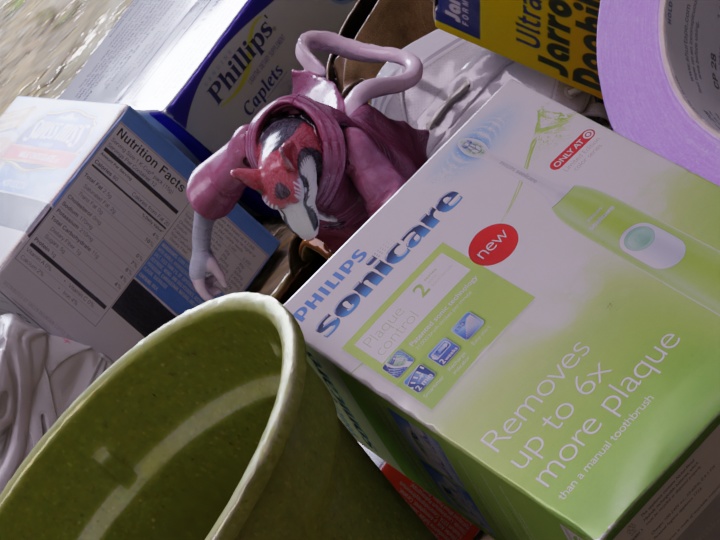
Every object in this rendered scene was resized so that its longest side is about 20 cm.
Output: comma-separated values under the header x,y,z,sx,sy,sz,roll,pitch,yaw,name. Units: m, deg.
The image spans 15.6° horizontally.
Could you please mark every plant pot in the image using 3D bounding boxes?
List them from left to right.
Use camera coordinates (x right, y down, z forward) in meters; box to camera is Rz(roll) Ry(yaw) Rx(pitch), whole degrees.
x,y,z,sx,sy,sz,roll,pitch,yaw,name
-0.035,0.144,1.030,0.200,0.184,0.201,-39,24,21,plant pot

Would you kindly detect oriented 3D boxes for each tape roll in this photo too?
x,y,z,sx,sy,sz,roll,pitch,yaw,name
0.195,-0.103,1.057,0.199,0.065,0.202,-14,67,36,tape roll

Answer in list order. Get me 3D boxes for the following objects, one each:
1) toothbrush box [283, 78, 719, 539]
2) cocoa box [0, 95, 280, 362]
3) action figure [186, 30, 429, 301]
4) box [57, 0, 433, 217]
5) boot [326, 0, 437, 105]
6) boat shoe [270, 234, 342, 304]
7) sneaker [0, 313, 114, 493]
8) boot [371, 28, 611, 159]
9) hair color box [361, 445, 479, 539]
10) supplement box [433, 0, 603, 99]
x,y,z,sx,sy,sz,roll,pitch,yaw,name
0.087,0.033,1.016,0.146,0.086,0.200,-44,43,-12,toothbrush box
-0.165,-0.013,1.560,0.132,0.133,0.200,-53,24,-12,cocoa box
-0.006,-0.049,1.215,0.200,0.133,0.150,24,-104,-74,action figure
-0.074,-0.133,1.624,0.184,0.105,0.200,-54,23,-15,box
-0.001,-0.076,1.450,0.073,0.075,0.201,-19,37,45,boot
0.000,0.000,1.337,0.072,0.068,0.201,-11,42,57,boat shoe
-0.174,0.130,1.427,0.078,0.099,0.202,179,103,-71,sneaker
0.108,-0.105,1.334,0.199,0.074,0.096,-35,55,-2,boot
-0.010,0.117,1.183,0.200,0.064,0.111,-54,25,-10,hair color box
0.127,-0.202,1.279,0.201,0.109,0.109,-57,-19,-26,supplement box
